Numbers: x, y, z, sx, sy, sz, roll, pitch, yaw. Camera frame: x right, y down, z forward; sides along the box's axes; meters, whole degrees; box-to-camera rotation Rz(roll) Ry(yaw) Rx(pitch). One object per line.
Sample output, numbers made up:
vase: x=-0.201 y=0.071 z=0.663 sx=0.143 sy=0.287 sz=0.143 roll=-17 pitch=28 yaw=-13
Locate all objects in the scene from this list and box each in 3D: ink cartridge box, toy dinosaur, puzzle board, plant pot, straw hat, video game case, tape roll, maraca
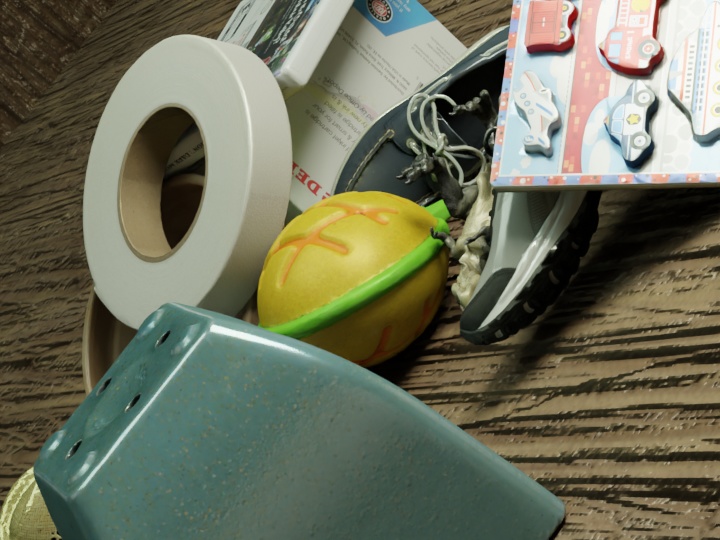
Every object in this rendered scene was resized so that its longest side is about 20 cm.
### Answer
ink cartridge box: x=-0.029 y=-0.094 z=1.853 sx=0.146 sy=0.147 sz=0.200 roll=-22 pitch=30 yaw=55
toy dinosaur: x=0.077 y=-0.056 z=1.587 sx=0.047 sy=0.088 sz=0.200 roll=-16 pitch=36 yaw=45
puzzle board: x=0.155 y=-0.137 z=1.420 sx=0.150 sy=0.017 sz=0.201 roll=-1 pitch=64 yaw=21
plant pot: x=-0.101 y=0.040 z=1.769 sx=0.200 sy=0.092 sz=0.202 roll=-19 pitch=66 yaw=48
straw hat: x=-0.209 y=0.179 z=1.816 sx=0.201 sy=0.085 sz=0.201 roll=-45 pitch=16 yaw=16
video game case: x=-0.063 y=-0.160 z=1.793 sx=0.182 sy=0.023 sz=0.200 roll=-31 pitch=24 yaw=45
tape roll: x=-0.119 y=-0.056 z=1.707 sx=0.202 sy=0.037 sz=0.204 roll=-14 pitch=71 yaw=49
plant pot: x=-0.053 y=0.123 z=1.317 sx=0.196 sy=0.200 sz=0.196 roll=-51 pitch=16 yaw=-8
maraca: x=0.000 y=0.000 z=1.640 sx=0.137 sy=0.107 sz=0.200 roll=-23 pitch=11 yaw=19

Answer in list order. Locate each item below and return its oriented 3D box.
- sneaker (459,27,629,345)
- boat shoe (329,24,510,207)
sneaker: x=0.101 y=-0.051 z=1.459 sx=0.201 sy=0.079 sz=0.074 roll=-65 pitch=-15 yaw=-5
boat shoe: x=0.061 y=-0.094 z=1.751 sx=0.200 sy=0.075 sz=0.062 roll=-38 pitch=9 yaw=-9
